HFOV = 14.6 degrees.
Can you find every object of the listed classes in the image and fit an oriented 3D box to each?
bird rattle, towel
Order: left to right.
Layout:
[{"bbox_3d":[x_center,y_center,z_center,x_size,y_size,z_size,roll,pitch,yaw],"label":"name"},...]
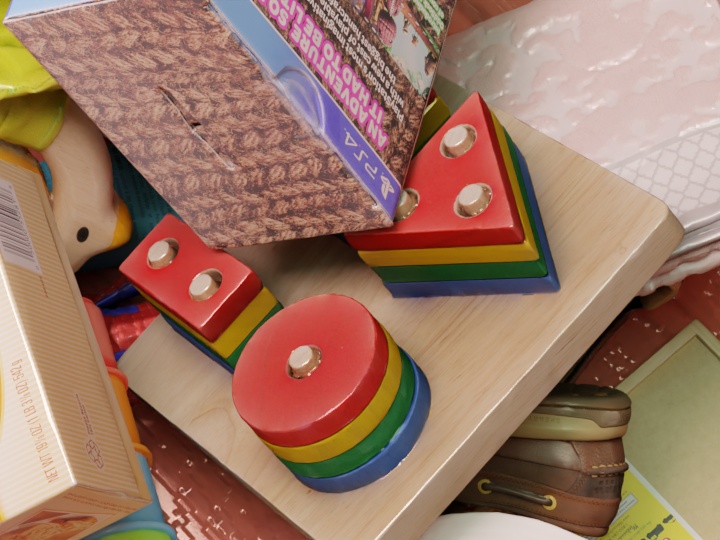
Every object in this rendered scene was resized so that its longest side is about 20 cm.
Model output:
[{"bbox_3d":[-0.184,-0.043,1.217,0.199,0.164,0.113,-27,36,0],"label":"bird rattle"},{"bbox_3d":[0.088,-0.055,1.279,0.199,0.032,0.192,-23,45,6],"label":"towel"}]

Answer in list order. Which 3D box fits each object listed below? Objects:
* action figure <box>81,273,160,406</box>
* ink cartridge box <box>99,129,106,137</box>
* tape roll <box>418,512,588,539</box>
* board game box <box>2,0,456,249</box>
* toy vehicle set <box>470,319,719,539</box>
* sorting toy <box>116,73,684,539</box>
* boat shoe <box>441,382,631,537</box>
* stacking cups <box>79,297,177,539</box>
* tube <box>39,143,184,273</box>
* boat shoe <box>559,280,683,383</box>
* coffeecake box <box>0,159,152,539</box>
[{"bbox_3d":[-0.076,0.022,1.317,0.199,0.052,0.066,-16,75,-3],"label":"action figure"},{"bbox_3d":[-0.153,-0.148,1.320,0.199,0.086,0.149,16,94,19],"label":"ink cartridge box"},{"bbox_3d":[0.047,0.207,1.185,0.201,0.071,0.204,3,74,-12],"label":"tape roll"},{"bbox_3d":[-0.040,-0.139,1.181,0.096,0.160,0.201,-7,51,33],"label":"board game box"},{"bbox_3d":[0.123,0.131,1.282,0.200,0.027,0.124,-39,74,-13],"label":"toy vehicle set"},{"bbox_3d":[0.000,0.000,1.205,0.200,0.070,0.198,-47,42,-8],"label":"sorting toy"},{"bbox_3d":[0.026,0.084,1.256,0.199,0.072,0.068,1,94,29],"label":"boat shoe"},{"bbox_3d":[-0.105,0.103,1.217,0.060,0.061,0.201,-13,64,-4],"label":"stacking cups"},{"bbox_3d":[-0.123,-0.030,1.339,0.199,0.050,0.078,-12,72,-10],"label":"tube"},{"bbox_3d":[0.125,-0.009,1.301,0.200,0.072,0.072,-45,51,-10],"label":"boat shoe"},{"bbox_3d":[-0.206,0.064,1.158,0.199,0.073,0.154,-27,71,16],"label":"coffeecake box"}]
